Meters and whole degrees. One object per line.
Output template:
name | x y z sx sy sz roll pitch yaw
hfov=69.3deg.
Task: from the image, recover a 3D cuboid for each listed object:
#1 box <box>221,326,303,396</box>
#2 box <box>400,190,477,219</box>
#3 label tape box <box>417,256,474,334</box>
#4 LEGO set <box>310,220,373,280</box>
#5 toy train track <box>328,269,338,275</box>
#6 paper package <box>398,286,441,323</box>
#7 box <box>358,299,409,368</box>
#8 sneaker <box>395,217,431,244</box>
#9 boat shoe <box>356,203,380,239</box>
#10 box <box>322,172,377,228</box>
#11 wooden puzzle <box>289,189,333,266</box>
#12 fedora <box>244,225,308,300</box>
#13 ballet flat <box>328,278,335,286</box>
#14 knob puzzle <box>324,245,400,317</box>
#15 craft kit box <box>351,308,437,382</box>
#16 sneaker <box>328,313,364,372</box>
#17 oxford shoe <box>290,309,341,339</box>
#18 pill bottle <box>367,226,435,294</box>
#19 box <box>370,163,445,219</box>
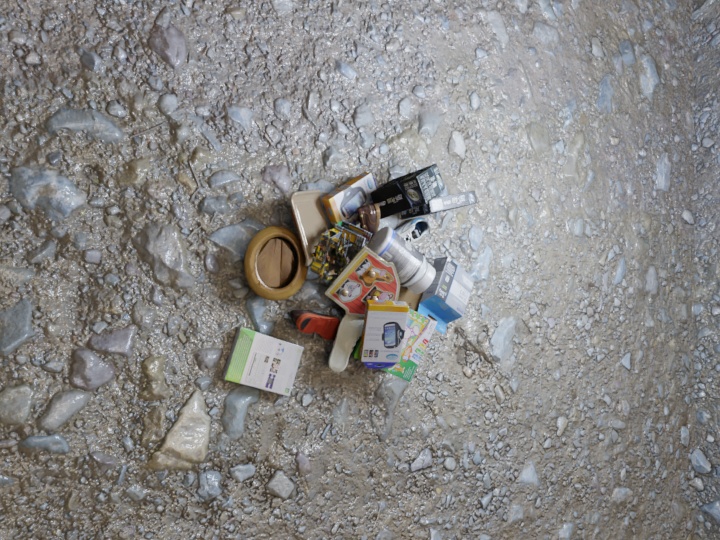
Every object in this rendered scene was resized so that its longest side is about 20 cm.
box | -0.266 0.252 1.440 0.198 0.036 0.146 23 76 -29
box | 0.252 -0.213 1.694 0.198 0.160 0.044 -14 94 -31
label tape box | 0.269 0.081 1.634 0.143 0.066 0.202 35 64 -30
LEGO set | -0.044 -0.049 1.464 0.200 0.115 0.156 -27 140 -67
toy train track | 0.000 0.000 1.573 0.197 0.115 0.033 0 83 -9
paper package | 0.145 0.102 1.651 0.189 0.103 0.203 -20 98 -31
box | 0.063 0.183 1.478 0.117 0.042 0.203 4 112 -12
sneaker | 0.148 -0.109 1.679 0.199 0.072 0.072 -39 109 -25
boat shoe | 0.018 -0.111 1.571 0.069 0.071 0.202 -14 129 -16
box | -0.014 -0.209 1.580 0.199 0.041 0.120 -36 122 -25
wooden puzzle | -0.140 -0.124 1.483 0.185 0.037 0.203 -28 108 -67
fedora | -0.240 -0.019 1.437 0.198 0.081 0.204 1 88 -31
ballet flat | -0.026 0.093 1.582 0.201 0.067 0.064 55 37 -18
knob puzzle | 0.028 0.057 1.457 0.216 0.031 0.223 -5 116 -10
craft kit box | 0.101 0.200 1.548 0.196 0.048 0.202 25 88 -10
sneaker | -0.042 0.198 1.528 0.074 0.085 0.202 27 82 -1
oxford shoe | -0.119 0.148 1.512 0.199 0.072 0.072 26 98 -48
pill bottle | 0.118 -0.026 1.522 0.199 0.113 0.115 38 70 -20
box | 0.147 -0.243 1.588 0.200 0.162 0.087 -41 112 -58
